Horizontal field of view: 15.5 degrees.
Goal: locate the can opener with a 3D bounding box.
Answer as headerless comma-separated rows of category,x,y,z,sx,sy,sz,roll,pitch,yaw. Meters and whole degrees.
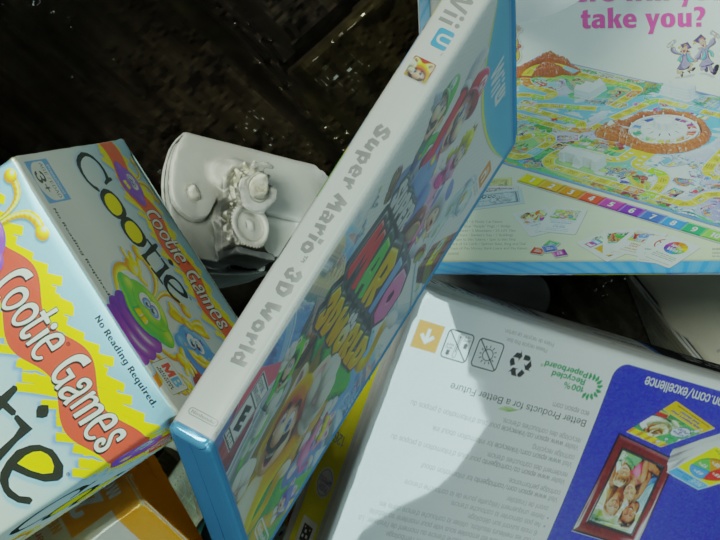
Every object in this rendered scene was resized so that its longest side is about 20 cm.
can opener,-0.008,-0.013,1.092,0.200,0.053,0.066,10,156,-36

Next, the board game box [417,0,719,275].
board game box,0.124,-0.065,1.033,0.200,0.034,0.135,0,115,6

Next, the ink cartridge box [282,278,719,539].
ink cartridge box,0.063,0.117,1.095,0.198,0.047,0.200,17,100,-30

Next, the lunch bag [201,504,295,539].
lunch bag,-0.014,0.174,1.190,0.170,0.122,0.200,22,114,-35

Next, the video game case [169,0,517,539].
video game case,0.000,0.000,0.930,0.200,0.018,0.143,-58,165,-18

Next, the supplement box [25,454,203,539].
supplement box,-0.171,0.124,1.048,0.200,0.126,0.074,-37,138,2

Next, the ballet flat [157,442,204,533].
ballet flat,-0.083,0.086,1.118,0.062,0.067,0.200,34,107,-9

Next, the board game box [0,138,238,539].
board game box,-0.150,0.053,0.924,0.200,0.105,0.103,-34,176,16

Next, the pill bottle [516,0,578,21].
pill bottle,0.017,-0.171,0.909,0.111,0.111,0.200,-41,137,7

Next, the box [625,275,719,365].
box,0.198,0.063,1.245,0.078,0.095,0.200,-31,139,-4
